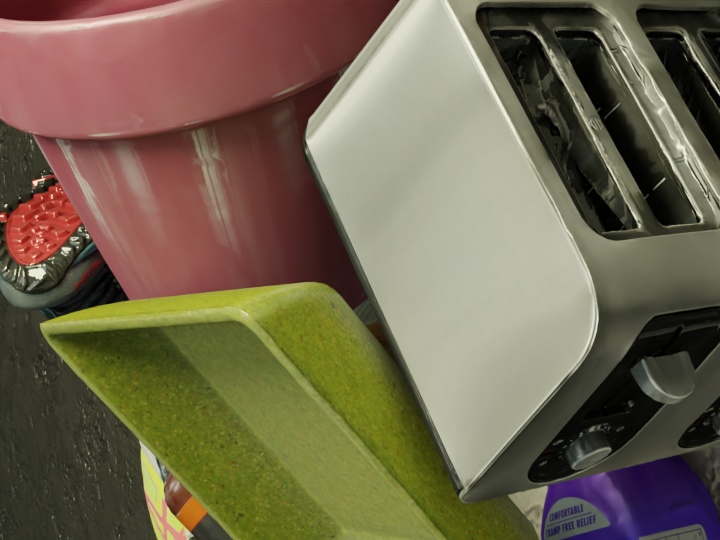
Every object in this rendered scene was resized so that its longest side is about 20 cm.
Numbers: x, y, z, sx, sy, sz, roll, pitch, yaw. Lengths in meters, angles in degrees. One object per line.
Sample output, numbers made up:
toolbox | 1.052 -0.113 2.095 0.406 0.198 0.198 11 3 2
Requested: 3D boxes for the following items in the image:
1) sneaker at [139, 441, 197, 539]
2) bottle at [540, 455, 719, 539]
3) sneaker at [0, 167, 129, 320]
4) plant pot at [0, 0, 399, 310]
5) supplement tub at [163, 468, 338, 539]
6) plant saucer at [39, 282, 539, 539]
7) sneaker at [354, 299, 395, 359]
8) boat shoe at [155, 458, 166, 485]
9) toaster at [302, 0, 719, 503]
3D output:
sneaker | -0.092 0.174 1.012 0.201 0.077 0.091 -120 32 -40
bottle | 0.120 0.124 0.680 0.083 0.065 0.202 -31 69 55
sneaker | -0.145 -0.003 0.846 0.200 0.078 0.097 -83 -19 -75
plant pot | -0.064 -0.070 0.719 0.199 0.199 0.181 27 138 52
supplement tub | -0.028 0.122 0.802 0.200 0.107 0.107 45 137 6
plant saucer | -0.020 0.075 0.645 0.200 0.048 0.199 50 153 -20
sneaker | 0.000 0.000 0.851 0.200 0.075 0.088 -46 50 38
boat shoe | -0.089 0.049 0.963 0.071 0.090 0.202 -23 76 55
toaster | 0.091 -0.028 0.606 0.119 0.179 0.201 -50 55 44
